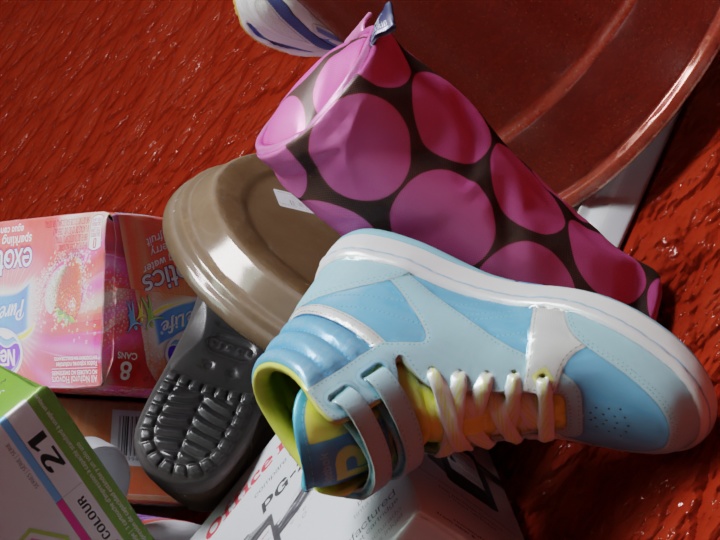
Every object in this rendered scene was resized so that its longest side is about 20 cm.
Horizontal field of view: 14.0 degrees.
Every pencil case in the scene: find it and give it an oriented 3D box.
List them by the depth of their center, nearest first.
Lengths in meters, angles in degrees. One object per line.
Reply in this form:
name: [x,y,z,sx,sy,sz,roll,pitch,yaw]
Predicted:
pencil case: [0.051,-0.027,1.355,0.091,0.200,0.094,-37,16,35]

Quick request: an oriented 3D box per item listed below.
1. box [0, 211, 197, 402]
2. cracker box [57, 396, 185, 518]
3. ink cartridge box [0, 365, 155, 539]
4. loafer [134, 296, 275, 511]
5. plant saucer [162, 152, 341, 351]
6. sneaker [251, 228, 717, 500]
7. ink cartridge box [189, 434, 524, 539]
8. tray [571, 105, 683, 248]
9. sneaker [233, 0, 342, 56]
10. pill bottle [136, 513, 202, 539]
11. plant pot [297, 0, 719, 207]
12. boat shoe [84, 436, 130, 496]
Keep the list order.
box: [-0.156,0.023,1.606,0.199,0.102,0.095,-4,81,50]
cracker box: [-0.166,0.106,1.644,0.200,0.133,0.058,137,136,-78]
ink cartridge box: [-0.195,0.164,1.352,0.200,0.148,0.076,-40,22,-17]
loafer: [-0.056,0.040,1.503,0.200,0.073,0.071,-56,-19,-28]
plant saucer: [0.000,0.000,1.426,0.200,0.199,0.030,-94,26,-61]
sneaker: [0.044,0.063,1.261,0.199,0.080,0.131,16,43,27]
ink cartridge box: [-0.002,0.140,1.372,0.145,0.083,0.200,-50,20,12]
tray: [0.128,-0.076,1.518,0.107,0.022,0.201,-19,40,57]
sneaker: [0.033,-0.144,1.615,0.088,0.199,0.076,165,105,-71]
pill bottle: [-0.133,0.184,1.560,0.112,0.111,0.200,-60,20,-15]
plant pot: [0.062,-0.160,1.486,0.201,0.195,0.201,-46,22,24]
boat shoe: [-0.200,0.150,1.439,0.068,0.072,0.200,31,72,38]
